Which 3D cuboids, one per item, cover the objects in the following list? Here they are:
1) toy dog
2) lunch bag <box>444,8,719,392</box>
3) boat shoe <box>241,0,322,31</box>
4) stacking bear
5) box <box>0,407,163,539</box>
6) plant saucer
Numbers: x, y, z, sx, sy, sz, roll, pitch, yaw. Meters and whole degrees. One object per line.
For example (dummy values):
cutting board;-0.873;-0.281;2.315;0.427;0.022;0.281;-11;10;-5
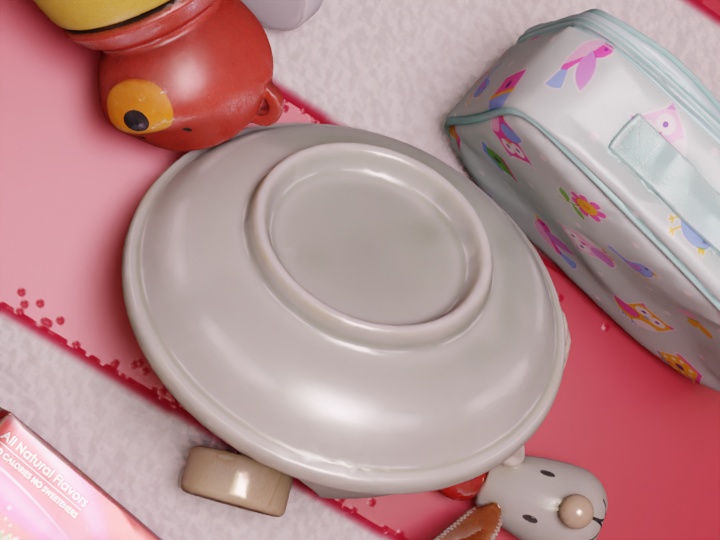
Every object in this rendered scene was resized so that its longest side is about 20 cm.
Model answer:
toy dog;0.022;0.078;0.934;0.199;0.096;0.133;-2;90;-13
lunch bag;0.138;-0.025;0.932;0.200;0.160;0.077;43;81;-8
boat shoe;-0.058;-0.207;0.938;0.068;0.072;0.201;-36;104;-34
stacking bear;-0.101;-0.139;0.891;0.201;0.121;0.114;65;33;-27
box;-0.110;0.159;0.902;0.200;0.095;0.103;43;79;-9
plant saucer;0.000;0.000;0.899;0.199;0.050;0.201;11;48;-13
